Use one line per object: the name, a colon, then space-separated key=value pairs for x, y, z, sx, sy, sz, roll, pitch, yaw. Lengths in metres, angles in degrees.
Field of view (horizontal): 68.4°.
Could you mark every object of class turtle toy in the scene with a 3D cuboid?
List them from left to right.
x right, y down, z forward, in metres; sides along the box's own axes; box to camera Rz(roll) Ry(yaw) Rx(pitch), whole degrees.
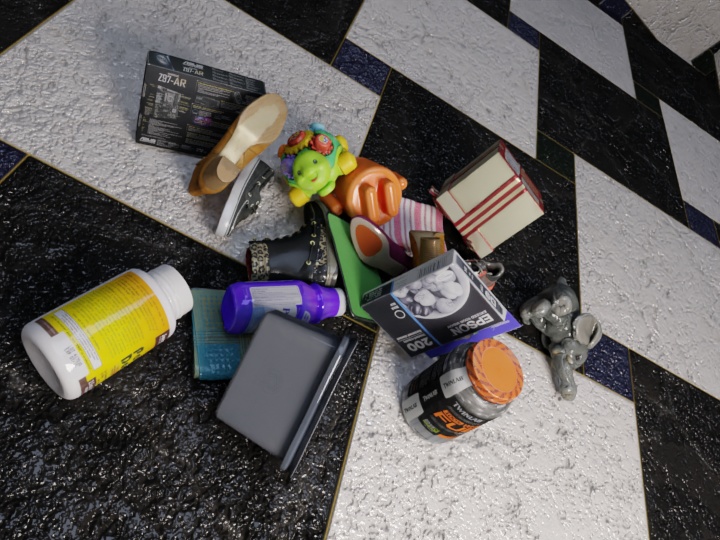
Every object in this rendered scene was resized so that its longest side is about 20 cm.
turtle toy: x=-0.089 y=-0.197 z=0.967 sx=0.101 sy=0.145 sz=0.201 roll=51 pitch=10 yaw=-36

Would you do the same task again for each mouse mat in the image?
mouse mat: x=0.000 y=0.000 z=0.958 sx=0.160 sy=0.007 sz=0.203 roll=22 pitch=47 yaw=-59

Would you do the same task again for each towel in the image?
towel: x=-0.170 y=0.101 z=0.846 sx=0.197 sy=0.022 sz=0.149 roll=5 pitch=59 yaw=-30
towel: x=0.097 y=-0.100 z=1.131 sx=0.197 sy=0.030 sz=0.148 roll=14 pitch=53 yaw=-22

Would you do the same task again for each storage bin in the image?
storage bin: x=-0.104 y=0.155 z=0.754 sx=0.133 sy=0.146 sz=0.202 roll=28 pitch=89 yaw=1

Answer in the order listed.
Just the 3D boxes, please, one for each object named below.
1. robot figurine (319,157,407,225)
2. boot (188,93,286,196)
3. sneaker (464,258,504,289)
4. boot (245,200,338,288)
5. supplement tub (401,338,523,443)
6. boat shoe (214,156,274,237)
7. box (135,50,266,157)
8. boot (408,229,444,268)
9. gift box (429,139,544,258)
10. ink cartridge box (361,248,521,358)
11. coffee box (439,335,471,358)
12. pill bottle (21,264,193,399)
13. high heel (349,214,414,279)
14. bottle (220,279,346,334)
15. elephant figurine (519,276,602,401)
robot figurine: x=0.005 y=-0.155 z=1.026 sx=0.116 sy=0.144 sz=0.200 roll=37 pitch=5 yaw=-28
boot: x=-0.221 y=-0.217 z=0.919 sx=0.071 sy=0.143 sz=0.203 roll=44 pitch=65 yaw=-29
sneaker: x=0.216 y=0.000 z=1.099 sx=0.197 sy=0.082 sz=0.078 roll=-4 pitch=62 yaw=-33
boot: x=-0.126 y=-0.053 z=0.939 sx=0.151 sy=0.074 sz=0.206 roll=1 pitch=48 yaw=-18
supplement tub: x=0.162 y=0.195 z=0.859 sx=0.121 sy=0.200 sz=0.124 roll=15 pitch=53 yaw=-20
boat shoe: x=-0.203 y=-0.132 z=0.950 sx=0.056 sy=0.069 sz=0.202 roll=25 pitch=48 yaw=-14
box: x=-0.282 y=-0.279 z=0.934 sx=0.197 sy=0.161 sz=0.044 roll=6 pitch=48 yaw=-26
boot: x=0.124 y=0.001 z=1.007 sx=0.069 sy=0.147 sz=0.201 roll=2 pitch=12 yaw=3
gift box: x=0.263 y=-0.152 z=1.134 sx=0.185 sy=0.186 sz=0.200 roll=52 pitch=27 yaw=-3
ink cartridge box: x=0.134 y=0.077 z=0.887 sx=0.200 sy=0.197 sz=0.044 roll=43 pitch=40 yaw=-24
coffee box: x=0.204 y=0.143 z=1.023 sx=0.121 sy=0.044 sz=0.203 roll=-1 pitch=61 yaw=-32
pill bottle: x=-0.328 y=0.071 z=0.711 sx=0.109 sy=0.109 sz=0.199 roll=47 pitch=49 yaw=6
high heel: x=0.041 y=-0.045 z=1.002 sx=0.201 sy=0.067 sz=0.097 roll=55 pitch=22 yaw=-32
bottle: x=-0.116 y=0.055 z=0.840 sx=0.197 sy=0.084 sz=0.066 roll=-1 pitch=53 yaw=-34
elephant figurine: x=0.434 y=0.141 z=1.125 sx=0.202 sy=0.154 sz=0.141 roll=58 pitch=6 yaw=1
